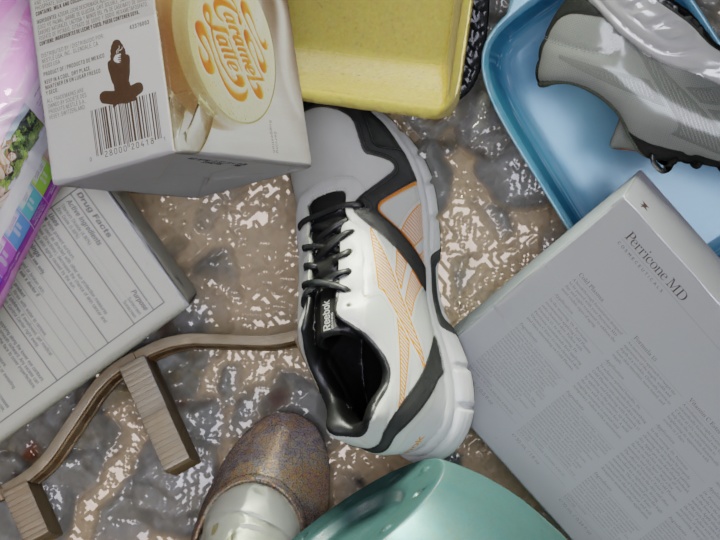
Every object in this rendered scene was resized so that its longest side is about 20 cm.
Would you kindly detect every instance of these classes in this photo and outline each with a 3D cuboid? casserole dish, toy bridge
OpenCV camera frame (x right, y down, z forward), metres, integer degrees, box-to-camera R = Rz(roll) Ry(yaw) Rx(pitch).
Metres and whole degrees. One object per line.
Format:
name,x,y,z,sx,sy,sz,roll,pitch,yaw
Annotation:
casserole dish,0.146,-0.074,1.175,0.121,0.039,0.201,-33,92,1
toy bridge,-0.107,0.075,1.176,0.199,0.027,0.068,-27,77,5

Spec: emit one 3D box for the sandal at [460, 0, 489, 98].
sandal,0.048,-0.189,1.169,0.075,0.048,0.202,14,105,-3

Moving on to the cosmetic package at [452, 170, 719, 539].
cosmetic package,0.152,0.073,1.148,0.151,0.052,0.200,-40,93,28

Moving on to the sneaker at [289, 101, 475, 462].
sneaker,0.000,0.000,1.132,0.073,0.080,0.201,-28,71,34

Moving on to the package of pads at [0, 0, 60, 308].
package of pads,-0.214,-0.043,1.096,0.120,0.076,0.201,6,60,31

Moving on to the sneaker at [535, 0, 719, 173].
sneaker,0.179,-0.076,1.128,0.200,0.074,0.080,34,100,3

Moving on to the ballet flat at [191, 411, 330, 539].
ballet flat,-0.069,0.171,1.167,0.068,0.067,0.201,22,92,0

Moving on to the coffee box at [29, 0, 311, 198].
coffee box,-0.099,-0.143,1.084,0.079,0.114,0.202,-13,81,32

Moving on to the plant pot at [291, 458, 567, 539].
plant pot,0.034,0.193,1.098,0.200,0.201,0.161,-35,97,1

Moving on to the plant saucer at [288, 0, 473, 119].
plant saucer,-0.015,-0.185,1.130,0.199,0.048,0.202,10,94,29

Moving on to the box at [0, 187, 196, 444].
box,-0.191,0.037,1.153,0.199,0.078,0.095,-35,92,1
